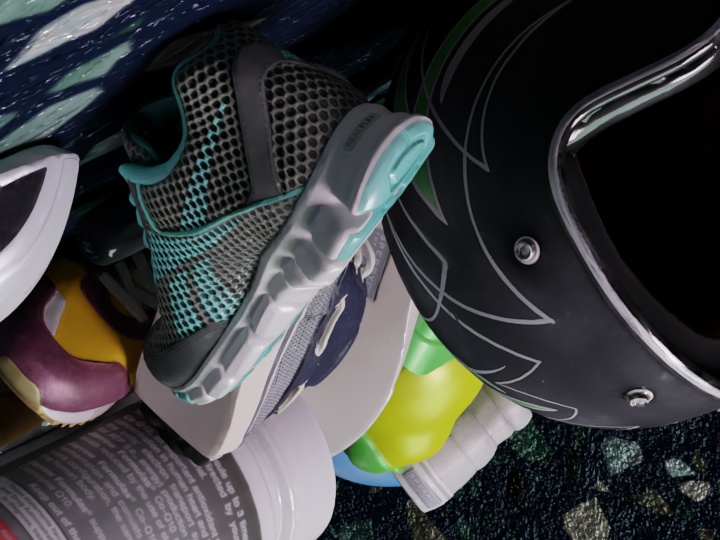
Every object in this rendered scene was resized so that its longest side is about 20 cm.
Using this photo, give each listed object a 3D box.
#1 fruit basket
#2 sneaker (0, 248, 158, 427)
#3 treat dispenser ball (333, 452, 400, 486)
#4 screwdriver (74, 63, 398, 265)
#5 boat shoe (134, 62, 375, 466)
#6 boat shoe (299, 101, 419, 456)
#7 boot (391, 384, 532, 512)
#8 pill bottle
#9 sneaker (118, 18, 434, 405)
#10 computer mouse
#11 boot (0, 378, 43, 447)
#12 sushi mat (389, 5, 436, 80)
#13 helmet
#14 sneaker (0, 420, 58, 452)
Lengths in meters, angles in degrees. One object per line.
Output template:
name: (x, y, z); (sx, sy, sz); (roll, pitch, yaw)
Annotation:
fruit basket: (0.025, 0.004, 1.077); (0.216, 0.156, 0.216); (-42, 169, -10)
sneaker: (-0.091, 0.001, 0.887); (0.090, 0.075, 0.200); (-43, 177, 29)
treat dispenser ball: (0.023, 0.062, 1.476); (0.201, 0.201, 0.201); (-31, 176, -2)
screwdriver: (-0.042, -0.049, 0.852); (0.200, 0.029, 0.028); (-27, 175, -37)
boat shoe: (-0.028, -0.013, 0.820); (0.093, 0.075, 0.200); (-31, 156, -48)
boat shoe: (0.000, 0.000, 0.940); (0.069, 0.072, 0.200); (-55, 163, -64)
boot: (0.038, 0.066, 1.207); (0.096, 0.074, 0.200); (-37, -146, -1)
pill bottle: (-0.111, 0.121, 0.881); (0.200, 0.114, 0.114); (-24, 173, -43)
sneaker: (-0.048, -0.023, 0.693); (0.078, 0.091, 0.200); (-53, -178, -35)
computer mouse: (-0.172, 0.021, 0.641); (0.200, 0.044, 0.110); (-30, 175, -16)
boot: (-0.206, 0.135, 0.905); (0.077, 0.156, 0.200); (-9, -171, 38)
sushi mat: (0.106, -0.143, 0.875); (0.200, 0.012, 0.096); (-30, 173, -13)
helmet: (0.099, -0.039, 0.763); (0.191, 0.200, 0.200); (-52, 174, 5)
sneaker: (-0.129, 0.059, 1.066); (0.200, 0.098, 0.071); (-29, 178, -12)
